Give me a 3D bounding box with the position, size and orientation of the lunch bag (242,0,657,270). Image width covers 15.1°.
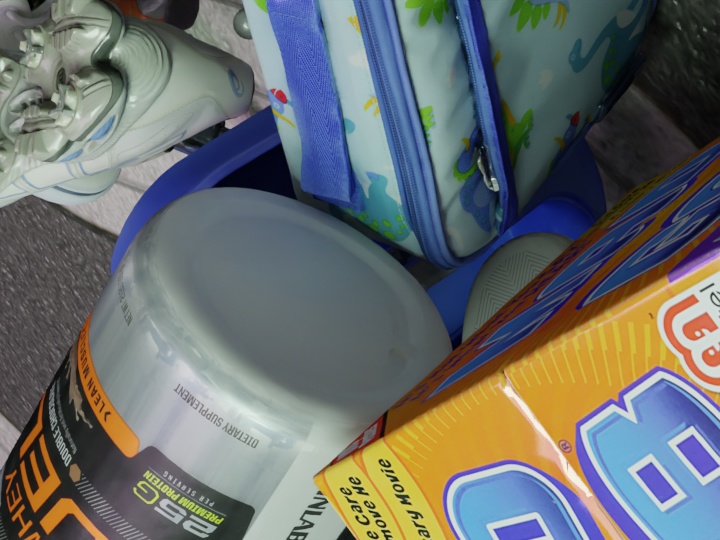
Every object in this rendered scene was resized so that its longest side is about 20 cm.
[{"bbox_3d":[0.029,-0.110,0.933,0.082,0.161,0.200,19,141,31],"label":"lunch bag"}]

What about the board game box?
[{"bbox_3d":[0.154,0.061,0.835,0.200,0.200,0.200,53,138,-3],"label":"board game box"}]

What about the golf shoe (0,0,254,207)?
[{"bbox_3d":[-0.120,-0.062,1.155,0.200,0.097,0.079,-8,78,58],"label":"golf shoe"}]

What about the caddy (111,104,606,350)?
[{"bbox_3d":[0.000,0.000,1.054,0.142,0.200,0.105,62,165,-17],"label":"caddy"}]

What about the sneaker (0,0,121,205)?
[{"bbox_3d":[-0.162,-0.111,1.227,0.071,0.073,0.200,-4,130,46],"label":"sneaker"}]

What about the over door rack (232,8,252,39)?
[{"bbox_3d":[-0.035,-0.067,1.184,0.200,0.067,0.148,3,131,34],"label":"over door rack"}]

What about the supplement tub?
[{"bbox_3d":[-0.061,0.079,0.947,0.123,0.122,0.200,44,125,18],"label":"supplement tub"}]

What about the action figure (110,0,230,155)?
[{"bbox_3d":[-0.112,-0.124,1.333,0.200,0.105,0.193,22,164,-5],"label":"action figure"}]

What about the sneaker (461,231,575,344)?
[{"bbox_3d":[0.108,0.083,0.993,0.073,0.112,0.200,-27,75,28],"label":"sneaker"}]
